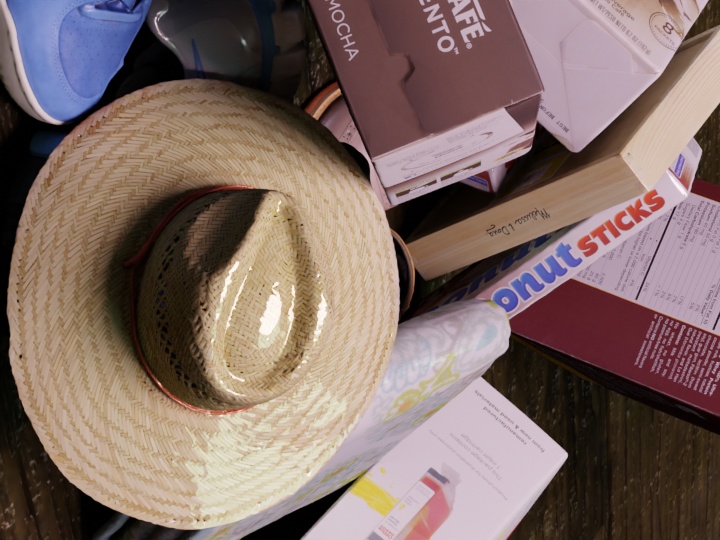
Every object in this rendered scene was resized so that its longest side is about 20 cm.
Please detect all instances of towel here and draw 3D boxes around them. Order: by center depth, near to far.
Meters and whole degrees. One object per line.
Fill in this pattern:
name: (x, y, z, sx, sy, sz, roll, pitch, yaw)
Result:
towel: (-0.035, 0.086, 1.185, 0.171, 0.048, 0.200, -25, 169, -36)

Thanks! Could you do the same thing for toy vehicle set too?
toy vehicle set: (0.118, -0.064, 1.324, 0.027, 0.200, 0.124, 50, 55, -12)

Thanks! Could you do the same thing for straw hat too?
straw hat: (-0.052, 0.013, 1.016, 0.200, 0.085, 0.203, 1, 86, -23)

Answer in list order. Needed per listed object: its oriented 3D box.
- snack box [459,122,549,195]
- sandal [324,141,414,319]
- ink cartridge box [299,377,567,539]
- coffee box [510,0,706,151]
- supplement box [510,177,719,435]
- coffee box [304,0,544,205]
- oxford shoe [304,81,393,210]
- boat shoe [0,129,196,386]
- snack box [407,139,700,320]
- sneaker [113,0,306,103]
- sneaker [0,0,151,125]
snack box: (0.102, -0.124, 1.361, 0.200, 0.072, 0.024, -49, 145, -31)
sandal: (0.000, 0.000, 1.174, 0.082, 0.054, 0.200, -56, 166, -19)
ink cartridge box: (0.012, 0.171, 1.344, 0.200, 0.083, 0.145, -43, 169, -36)
coffee box: (0.132, -0.173, 1.277, 0.080, 0.113, 0.200, -44, -173, 44)
supplement box: (0.221, 0.026, 1.523, 0.197, 0.199, 0.134, 29, 84, -60)
coffee box: (0.025, -0.103, 1.056, 0.200, 0.079, 0.114, 44, 25, -86)
oxford shoe: (0.021, -0.070, 1.261, 0.200, 0.073, 0.072, -49, 144, -26)
boat shoe: (-0.109, 0.011, 1.114, 0.200, 0.084, 0.069, 44, 66, -41)
snack box: (0.105, -0.010, 1.340, 0.200, 0.024, 0.072, -35, -168, 25)
sneaker: (-0.076, -0.070, 1.131, 0.086, 0.075, 0.201, -15, 136, -15)
sneaker: (-0.088, -0.148, 0.999, 0.077, 0.111, 0.201, -7, 114, -57)
